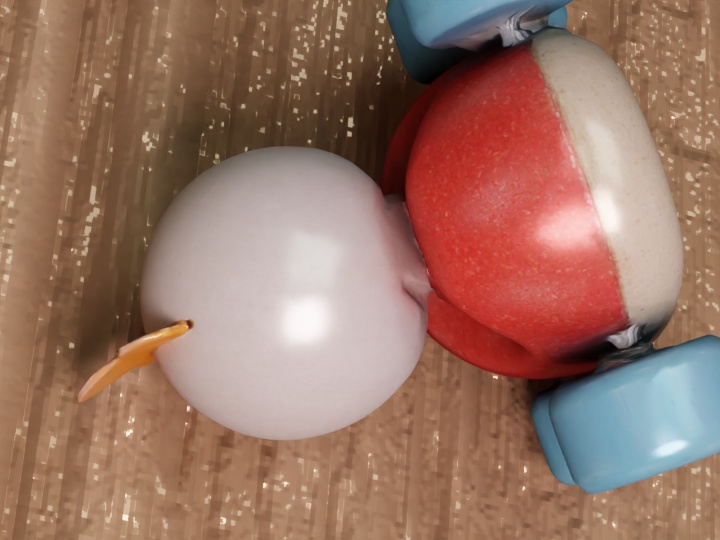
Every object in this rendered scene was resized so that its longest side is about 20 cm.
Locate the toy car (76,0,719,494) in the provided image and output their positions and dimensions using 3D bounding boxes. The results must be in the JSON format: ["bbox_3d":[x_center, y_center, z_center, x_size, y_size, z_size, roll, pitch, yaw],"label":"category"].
[{"bbox_3d":[0.000,0.000,0.793,0.200,0.177,0.184,-19,87,-1],"label":"toy car"}]
